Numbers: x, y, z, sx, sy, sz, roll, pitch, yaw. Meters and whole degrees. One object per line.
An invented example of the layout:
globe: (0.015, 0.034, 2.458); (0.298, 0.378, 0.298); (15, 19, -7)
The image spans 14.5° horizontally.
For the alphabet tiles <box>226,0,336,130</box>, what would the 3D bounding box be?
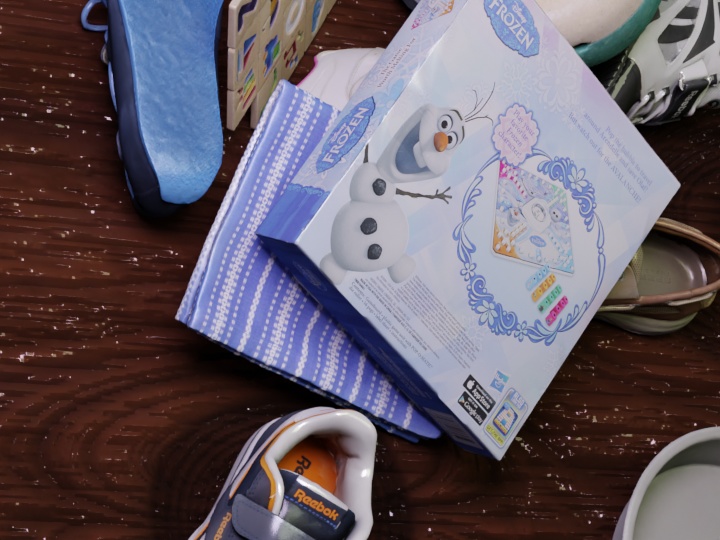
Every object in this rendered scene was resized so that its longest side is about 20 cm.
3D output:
alphabet tiles: (-0.031, -0.179, 1.584); (0.006, 0.167, 0.200); (20, 54, 12)

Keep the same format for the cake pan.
cake pan: (0.225, 0.193, 1.670); (0.200, 0.037, 0.201); (14, 63, -30)

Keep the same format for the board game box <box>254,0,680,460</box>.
board game box: (0.064, -0.034, 1.549); (0.199, 0.043, 0.200); (-54, 126, -17)

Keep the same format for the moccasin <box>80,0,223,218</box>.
moccasin: (-0.118, -0.125, 1.551); (0.080, 0.068, 0.201); (12, 63, -22)

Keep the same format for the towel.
towel: (0.000, 0.000, 1.541); (0.200, 0.024, 0.145); (28, 82, -40)

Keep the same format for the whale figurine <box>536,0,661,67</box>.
whale figurine: (0.111, -0.206, 1.671); (0.104, 0.159, 0.201); (49, 22, -57)

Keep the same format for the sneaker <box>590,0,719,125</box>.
sneaker: (0.192, -0.124, 1.759); (0.089, 0.074, 0.200); (45, 53, -8)

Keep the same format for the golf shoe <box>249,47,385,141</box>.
golf shoe: (-0.033, -0.045, 1.580); (0.200, 0.091, 0.075); (-52, 137, -18)

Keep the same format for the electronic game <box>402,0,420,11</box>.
electronic game: (0.089, -0.219, 1.735); (0.199, 0.042, 0.201); (10, 65, -21)

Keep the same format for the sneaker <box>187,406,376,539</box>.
sneaker: (-0.050, 0.153, 1.472); (0.078, 0.079, 0.200); (33, 57, -20)

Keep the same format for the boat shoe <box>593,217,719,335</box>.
boat shoe: (0.136, -0.008, 1.671); (0.199, 0.072, 0.076); (2, 69, -34)
